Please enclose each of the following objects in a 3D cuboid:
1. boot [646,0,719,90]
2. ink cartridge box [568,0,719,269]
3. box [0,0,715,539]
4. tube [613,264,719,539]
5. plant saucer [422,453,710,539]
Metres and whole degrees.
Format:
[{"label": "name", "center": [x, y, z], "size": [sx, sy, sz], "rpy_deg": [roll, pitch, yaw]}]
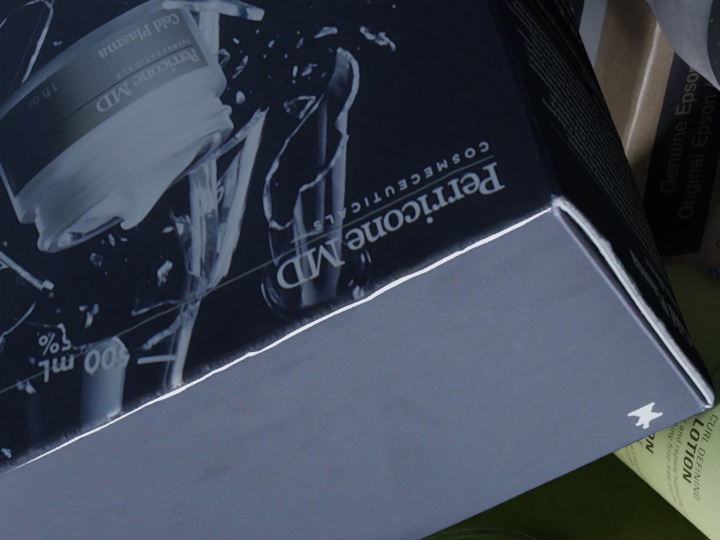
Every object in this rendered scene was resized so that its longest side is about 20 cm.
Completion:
[{"label": "boot", "center": [0.101, -0.134, 0.551], "size": [0.200, 0.070, 0.132], "rpy_deg": [-56, 38, 14]}, {"label": "ink cartridge box", "center": [0.072, -0.122, 0.745], "size": [0.200, 0.075, 0.165], "rpy_deg": [-118, 27, -49]}, {"label": "box", "center": [-0.043, -0.021, 0.655], "size": [0.104, 0.199, 0.183], "rpy_deg": [46, -158, -53]}, {"label": "tube", "center": [0.113, 0.055, 0.603], "size": [0.058, 0.052, 0.200], "rpy_deg": [56, 173, -32]}, {"label": "plant saucer", "center": [0.025, 0.079, 0.751], "size": [0.201, 0.199, 0.031], "rpy_deg": [103, 161, -44]}]
